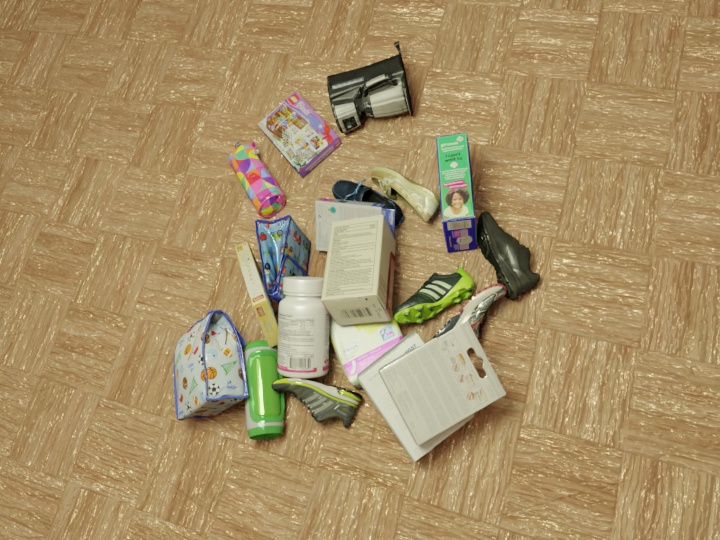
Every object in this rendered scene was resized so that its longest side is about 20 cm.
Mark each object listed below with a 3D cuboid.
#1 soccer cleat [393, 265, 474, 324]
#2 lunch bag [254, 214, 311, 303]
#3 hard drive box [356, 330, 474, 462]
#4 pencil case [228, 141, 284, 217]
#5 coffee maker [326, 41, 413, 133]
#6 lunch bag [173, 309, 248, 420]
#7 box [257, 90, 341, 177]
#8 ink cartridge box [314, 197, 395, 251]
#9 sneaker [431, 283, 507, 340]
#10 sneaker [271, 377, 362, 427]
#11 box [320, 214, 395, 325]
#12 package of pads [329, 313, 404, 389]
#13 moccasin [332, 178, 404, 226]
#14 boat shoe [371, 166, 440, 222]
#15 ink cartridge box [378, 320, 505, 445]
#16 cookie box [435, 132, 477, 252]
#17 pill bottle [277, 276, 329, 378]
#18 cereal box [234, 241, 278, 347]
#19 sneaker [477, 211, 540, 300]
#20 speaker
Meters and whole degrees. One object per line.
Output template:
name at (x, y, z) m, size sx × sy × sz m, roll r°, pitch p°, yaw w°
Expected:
soccer cleat at (0.153, 0.054, 1.360) m, size 0.196 × 0.068 × 0.082 m, roll -22°, pitch 52°, yaw -12°
lunch bag at (-0.177, 0.002, 1.429) m, size 0.092 × 0.151 × 0.205 m, roll -7°, pitch 68°, yaw 13°
hard drive box at (0.109, 0.250, 1.262) m, size 0.154 × 0.077 × 0.202 m, roll -35°, pitch 88°, yaw -1°
pencil case at (-0.262, -0.231, 1.578) m, size 0.087 × 0.089 × 0.202 m, roll -32°, pitch 67°, yaw 1°
coffee maker at (0.022, -0.453, 1.571) m, size 0.195 × 0.136 × 0.195 m, roll -12°, pitch 44°, yaw 9°
lunch bag at (-0.336, 0.208, 1.383) m, size 0.169 × 0.122 × 0.204 m, roll -34°, pitch 62°, yaw 41°
box at (-0.159, -0.353, 1.617) m, size 0.136 × 0.039 × 0.201 m, roll -40°, pitch 65°, yaw -1°
ink cartridge box at (-0.010, -0.098, 1.449) m, size 0.195 × 0.042 × 0.122 m, roll 8°, pitch 111°, yaw 20°
sneaker at (0.237, 0.108, 1.322) m, size 0.075 × 0.081 × 0.200 m, roll 44°, pitch 94°, yaw 10°
sneaker at (-0.098, 0.277, 1.331) m, size 0.195 × 0.074 × 0.083 m, roll 15°, pitch 81°, yaw 3°
box at (0.000, 0.000, 1.335) m, size 0.125 × 0.110 × 0.204 m, roll -6°, pitch 55°, yaw 19°
package of pads at (0.010, 0.141, 1.372) m, size 0.152 × 0.068 × 0.203 m, roll -25°, pitch 65°, yaw 3°
moccasin at (0.017, -0.175, 1.486) m, size 0.197 × 0.068 × 0.082 m, roll 23°, pitch 77°, yaw 21°
boat shoe at (0.095, -0.181, 1.463) m, size 0.199 × 0.073 × 0.064 m, roll 32°, pitch 83°, yaw 26°
ink cartridge box at (0.155, 0.215, 1.205) m, size 0.197 × 0.050 × 0.163 m, roll -29°, pitch 87°, yaw -5°
cookie box at (0.212, -0.168, 1.375) m, size 0.073 × 0.172 × 0.205 m, roll -6°, pitch 69°, yaw 10°
pill bottle at (-0.121, 0.118, 1.337) m, size 0.111 × 0.113 × 0.206 m, roll 3°, pitch 93°, yaw 16°
cereal box at (-0.227, 0.052, 1.396) m, size 0.039 × 0.146 × 0.202 m, roll -20°, pitch 45°, yaw -6°
sneaker at (0.318, -0.040, 1.357) m, size 0.089 × 0.076 × 0.204 m, roll -22°, pitch 78°, yaw -8°
speaker at (-0.214, 0.263, 1.379) m, size 0.086 × 0.089 × 0.205 m, roll -12°, pitch 67°, yaw 10°
